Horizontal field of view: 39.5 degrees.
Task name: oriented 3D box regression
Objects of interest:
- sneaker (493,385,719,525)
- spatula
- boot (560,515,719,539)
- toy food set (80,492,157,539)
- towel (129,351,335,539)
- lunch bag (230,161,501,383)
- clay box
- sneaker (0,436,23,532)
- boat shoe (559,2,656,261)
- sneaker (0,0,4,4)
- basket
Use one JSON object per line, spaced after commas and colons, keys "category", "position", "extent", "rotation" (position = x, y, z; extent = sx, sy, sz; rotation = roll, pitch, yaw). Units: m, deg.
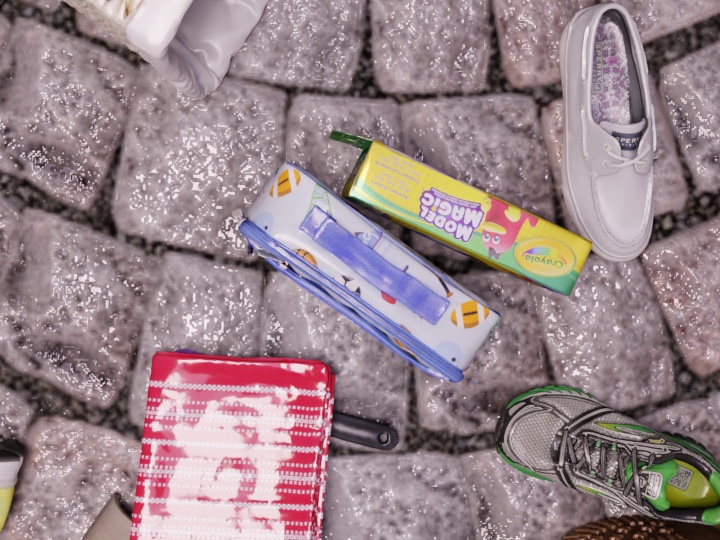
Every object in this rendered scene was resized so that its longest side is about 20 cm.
{"category": "sneaker", "position": [0.202, 0.144, 0.782], "extent": [0.199, 0.085, 0.078], "rotation": [15, 92, -4]}
{"category": "spatula", "position": [-0.065, 0.110, 0.792], "extent": [0.199, 0.021, 0.057], "rotation": [15, 85, -6]}
{"category": "boot", "position": [0.254, 0.253, 0.801], "extent": [0.199, 0.075, 0.108], "rotation": [1, 98, -5]}
{"category": "toy food set", "position": [-0.156, 0.291, 0.785], "extent": [0.200, 0.060, 0.144], "rotation": [36, 90, 3]}
{"category": "towel", "position": [-0.098, 0.163, 0.756], "extent": [0.144, 0.022, 0.201], "rotation": [5, 81, -2]}
{"category": "lunch bag", "position": [0.000, 0.000, 0.722], "extent": [0.200, 0.160, 0.076], "rotation": [34, 90, -6]}
{"category": "clay box", "position": [0.061, -0.045, 0.746], "extent": [0.199, 0.115, 0.048], "rotation": [23, 92, -4]}
{"category": "sneaker", "position": [-0.358, 0.170, 0.749], "extent": [0.199, 0.078, 0.091], "rotation": [5, 100, -3]}
{"category": "boat shoe", "position": [0.198, -0.106, 0.775], "extent": [0.072, 0.069, 0.201], "rotation": [-2, 93, -4]}
{"category": "sneaker", "position": [-0.301, -0.257, 0.736], "extent": [0.079, 0.074, 0.201], "rotation": [10, 86, 5]}
{"category": "basket", "position": [-0.133, -0.248, 0.683], "extent": [0.160, 0.198, 0.201], "rotation": [32, 91, -1]}
